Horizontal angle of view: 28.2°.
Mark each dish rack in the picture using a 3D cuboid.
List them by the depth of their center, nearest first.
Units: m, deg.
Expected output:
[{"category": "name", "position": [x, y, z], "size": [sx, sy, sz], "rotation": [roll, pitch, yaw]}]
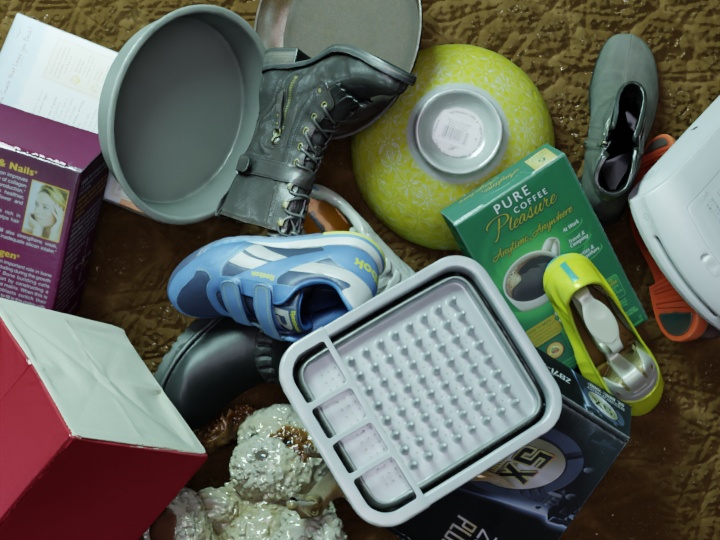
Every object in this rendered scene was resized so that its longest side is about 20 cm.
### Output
[{"category": "dish rack", "position": [0.049, 0.101, 1.199], "size": [0.200, 0.044, 0.172], "rotation": [-30, 81, -10]}]

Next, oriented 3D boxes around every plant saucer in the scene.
[{"category": "plant saucer", "position": [-0.017, -0.220, 1.341], "size": [0.200, 0.032, 0.201], "rotation": [-3, 85, 37]}]

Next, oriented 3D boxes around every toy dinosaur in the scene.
[{"category": "toy dinosaur", "position": [0.024, 0.167, 1.239], "size": [0.200, 0.058, 0.101], "rotation": [-7, 74, -16]}]

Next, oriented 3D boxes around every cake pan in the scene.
[{"category": "cake pan", "position": [-0.160, -0.143, 1.304], "size": [0.037, 0.200, 0.201], "rotation": [19, 86, 39]}]

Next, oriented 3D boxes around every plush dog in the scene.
[{"category": "plush dog", "position": [-0.075, 0.206, 1.314], "size": [0.200, 0.160, 0.172], "rotation": [6, 71, 25]}]

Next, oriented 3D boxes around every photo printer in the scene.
[{"category": "photo printer", "position": [0.337, -0.054, 1.300], "size": [0.200, 0.069, 0.166], "rotation": [-44, 102, -31]}]

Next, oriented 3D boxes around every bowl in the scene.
[{"category": "bowl", "position": [0.088, -0.123, 1.339], "size": [0.200, 0.108, 0.201], "rotation": [0, 86, 1]}]

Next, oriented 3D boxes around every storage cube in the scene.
[{"category": "storage cube", "position": [-0.275, 0.154, 1.235], "size": [0.180, 0.200, 0.171], "rotation": [-49, 57, 15]}]

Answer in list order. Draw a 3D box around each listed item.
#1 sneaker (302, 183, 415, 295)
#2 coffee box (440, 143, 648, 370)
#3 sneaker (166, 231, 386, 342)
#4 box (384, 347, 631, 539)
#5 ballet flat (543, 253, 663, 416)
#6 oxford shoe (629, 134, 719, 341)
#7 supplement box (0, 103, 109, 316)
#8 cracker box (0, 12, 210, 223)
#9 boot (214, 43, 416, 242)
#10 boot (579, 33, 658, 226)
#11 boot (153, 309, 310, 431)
[{"category": "sneaker", "position": [0.000, 0.000, 1.346], "size": [0.200, 0.081, 0.077], "rotation": [43, 86, 2]}, {"category": "coffee box", "position": [0.171, -0.004, 1.320], "size": [0.123, 0.044, 0.200], "rotation": [-34, 116, -2]}, {"category": "sneaker", "position": [-0.079, 0.018, 1.253], "size": [0.200, 0.074, 0.082], "rotation": [-8, 46, 16]}, {"category": "box", "position": [0.123, 0.172, 1.300], "size": [0.164, 0.086, 0.200], "rotation": [33, 108, 2]}, {"category": "ballet flat", "position": [0.228, 0.070, 1.303], "size": [0.067, 0.067, 0.200], "rotation": [-35, 117, -2]}, {"category": "oxford shoe", "position": [0.309, -0.031, 1.363], "size": [0.072, 0.071, 0.200], "rotation": [1, 78, -33]}, {"category": "supplement box", "position": [-0.316, -0.035, 1.306], "size": [0.131, 0.103, 0.200], "rotation": [18, 112, 2]}, {"category": "cracker box", "position": [-0.257, -0.144, 1.369], "size": [0.200, 0.058, 0.134], "rotation": [22, 87, 1]}, {"category": "boot", "position": [-0.042, -0.108, 1.279], "size": [0.069, 0.200, 0.174], "rotation": [20, 82, -42]}, {"category": "boot", "position": [0.246, -0.145, 1.318], "size": [0.068, 0.131, 0.200], "rotation": [11, 75, 3]}, {"category": "boot", "position": [-0.082, 0.091, 1.298], "size": [0.158, 0.079, 0.211], "rotation": [32, 77, 34]}]
